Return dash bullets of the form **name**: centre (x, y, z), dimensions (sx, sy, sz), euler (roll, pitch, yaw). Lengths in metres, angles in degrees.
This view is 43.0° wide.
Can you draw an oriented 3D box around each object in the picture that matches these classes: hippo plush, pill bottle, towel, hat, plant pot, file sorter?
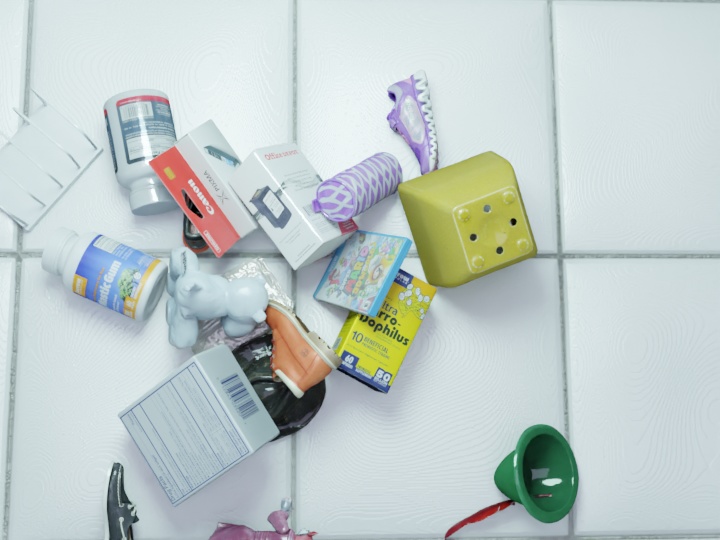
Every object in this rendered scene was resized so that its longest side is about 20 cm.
- **hippo plush**: centre (-0.239, 0.033, 1.549), dimensions (0.159, 0.201, 0.161), euler (2, 50, -20)
- **pill bottle**: centre (-0.445, 0.001, 1.588), dimensions (0.198, 0.112, 0.113), euler (23, 81, 0)
- **towel**: centre (-0.226, 0.077, 1.629), dimensions (0.199, 0.034, 0.133), euler (-36, 84, -8)
- **pill bottle**: centre (-0.380, -0.206, 1.619), dimensions (0.118, 0.120, 0.203), euler (-12, 82, -5)
- **hat**: centre (-0.156, 0.205, 1.580), dimensions (0.198, 0.081, 0.204), euler (0, 87, -6)
- **plant pot**: centre (0.199, -0.079, 1.570), dimensions (0.192, 0.200, 0.198), euler (-20, 103, -6)
- **hat**: centre (0.260, 0.370, 1.623), dimensions (0.198, 0.175, 0.168), euler (-3, 77, -42)
- **file sorter**: centre (-0.580, -0.199, 1.604), dimensions (0.138, 0.125, 0.201), euler (40, 81, 2)

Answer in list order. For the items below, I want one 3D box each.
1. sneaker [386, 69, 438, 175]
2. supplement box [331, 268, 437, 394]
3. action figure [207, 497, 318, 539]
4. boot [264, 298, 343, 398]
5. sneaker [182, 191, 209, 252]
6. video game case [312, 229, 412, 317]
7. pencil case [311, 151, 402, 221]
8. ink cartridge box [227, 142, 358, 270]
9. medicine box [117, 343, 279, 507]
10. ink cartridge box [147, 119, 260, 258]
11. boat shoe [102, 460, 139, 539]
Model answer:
- **sneaker**: centre (0.094, -0.265, 1.683), dimensions (0.087, 0.081, 0.203), euler (-10, 77, 2)
- **supplement box**: centre (0.034, 0.098, 1.596), dimensions (0.108, 0.109, 0.202), euler (28, 81, -8)
- **action figure**: centre (-0.166, 0.456, 1.526), dimensions (0.197, 0.149, 0.136), euler (-13, 76, 9)
- **boot**: centre (-0.127, 0.128, 1.541), dimensions (0.107, 0.075, 0.200), euler (-46, 48, -3)
- **sneaker**: centre (-0.278, -0.136, 1.632), dimensions (0.076, 0.082, 0.203), euler (3, 78, -2)
- **video game case**: centre (0.000, 0.000, 1.581), dimensions (0.018, 0.199, 0.144), euler (32, 80, -29)
- **pencil case**: centre (0.000, -0.148, 1.596), dimensions (0.085, 0.200, 0.085), euler (1, 109, 29)
- **ink cartridge box**: centre (-0.116, -0.116, 1.601), dimensions (0.084, 0.144, 0.201), euler (-41, 83, 27)
- **medicine box**: centre (-0.270, 0.257, 1.525), dimensions (0.199, 0.103, 0.183), euler (-36, 84, 23)
- **ink cartridge box**: centre (-0.250, -0.144, 1.575), dimensions (0.044, 0.176, 0.201), euler (-29, 102, 29)
- **boat shoe**: centre (-0.404, 0.425, 1.547), dimensions (0.059, 0.074, 0.203), euler (1, 84, -3)
